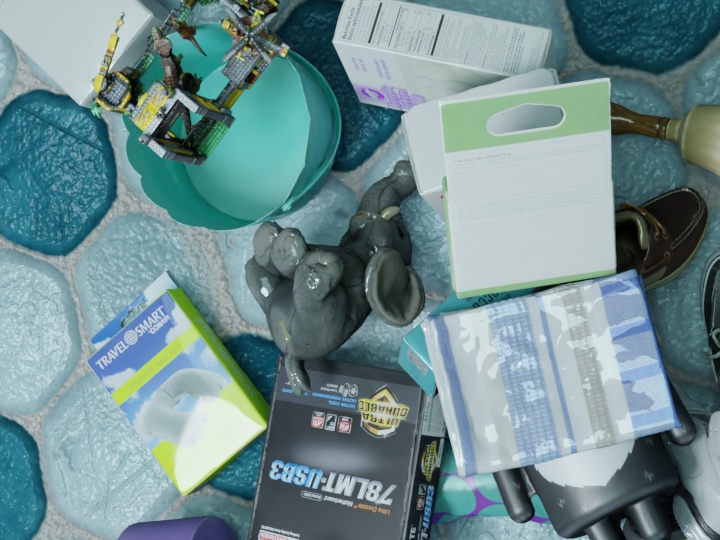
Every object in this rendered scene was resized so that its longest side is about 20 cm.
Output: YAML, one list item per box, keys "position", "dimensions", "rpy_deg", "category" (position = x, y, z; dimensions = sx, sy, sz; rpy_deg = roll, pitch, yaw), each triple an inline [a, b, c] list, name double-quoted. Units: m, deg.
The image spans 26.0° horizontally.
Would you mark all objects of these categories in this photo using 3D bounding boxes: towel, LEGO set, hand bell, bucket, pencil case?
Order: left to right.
- position: [-0.167, -0.193, 1.432]
  dimensions: [0.200, 0.116, 0.154]
  rpy_deg: [-44, 79, 11]
  category: "LEGO set"
- position: [-0.122, -0.138, 1.550]
  dimensions: [0.205, 0.135, 0.210]
  rpy_deg: [0, 91, 15]
  category: "bucket"
- position: [0.156, 0.208, 1.499]
  dimensions: [0.198, 0.085, 0.093]
  rpy_deg: [2, 106, 16]
  category: "pencil case"
- position: [0.161, 0.087, 1.336]
  dimensions: [0.198, 0.024, 0.148]
  rpy_deg: [-13, 75, 4]
  category: "towel"
- position: [0.282, -0.134, 1.482]
  dimensions: [0.198, 0.104, 0.105]
  rpy_deg: [13, 93, 28]
  category: "hand bell"

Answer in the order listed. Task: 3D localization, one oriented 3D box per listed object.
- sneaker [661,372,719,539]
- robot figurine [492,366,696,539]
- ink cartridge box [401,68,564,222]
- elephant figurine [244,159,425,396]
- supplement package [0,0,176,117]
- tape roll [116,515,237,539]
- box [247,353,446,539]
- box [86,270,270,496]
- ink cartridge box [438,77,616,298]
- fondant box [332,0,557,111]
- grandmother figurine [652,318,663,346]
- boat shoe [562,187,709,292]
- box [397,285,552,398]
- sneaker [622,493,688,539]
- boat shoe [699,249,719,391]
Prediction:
- position: [0.316, 0.146, 1.414]
  dimensions: [0.115, 0.074, 0.201]
  rpy_deg: [-61, 34, 39]
  category: "sneaker"
- position: [0.204, 0.159, 1.385]
  dimensions: [0.149, 0.125, 0.201]
  rpy_deg: [-15, 71, -28]
  category: "robot figurine"
- position: [0.137, -0.098, 1.442]
  dimensions: [0.145, 0.200, 0.087]
  rpy_deg: [-15, 74, 14]
  category: "ink cartridge box"
- position: [0.000, 0.000, 1.519]
  dimensions: [0.142, 0.199, 0.156]
  rpy_deg: [51, 137, 30]
  category: "elephant figurine"
- position: [-0.295, -0.270, 1.605]
  dimensions: [0.200, 0.120, 0.121]
  rpy_deg: [44, 98, 11]
  category: "supplement package"
- position: [-0.175, 0.345, 1.529]
  dimensions: [0.084, 0.200, 0.202]
  rpy_deg: [-8, 88, 15]
  category: "tape roll"
- position: [-0.012, 0.191, 1.514]
  dimensions: [0.199, 0.049, 0.201]
  rpy_deg: [7, 84, 41]
  category: "box"
- position: [-0.190, 0.115, 1.613]
  dimensions: [0.122, 0.048, 0.201]
  rpy_deg: [-40, 81, 11]
  category: "box"
- position: [0.140, -0.075, 1.315]
  dimensions: [0.144, 0.048, 0.201]
  rpy_deg: [-8, 125, 1]
  category: "ink cartridge box"
- position: [0.086, -0.193, 1.486]
  dimensions: [0.198, 0.144, 0.059]
  rpy_deg: [14, 76, 15]
  category: "fondant box"
- position: [0.181, 0.078, 1.477]
  dimensions: [0.198, 0.122, 0.061]
  rpy_deg: [-24, 40, 7]
  category: "grandmother figurine"
- position: [0.254, -0.024, 1.435]
  dimensions: [0.199, 0.072, 0.072]
  rpy_deg: [-35, 57, -25]
  category: "boat shoe"
- position: [0.123, 0.025, 1.426]
  dimensions: [0.200, 0.082, 0.049]
  rpy_deg: [-41, 78, -14]
  category: "box"
- position: [0.342, 0.247, 1.472]
  dimensions: [0.198, 0.072, 0.083]
  rpy_deg: [-13, 121, 10]
  category: "sneaker"
- position: [0.356, 0.079, 1.455]
  dimensions: [0.073, 0.068, 0.202]
  rpy_deg: [-4, 89, 15]
  category: "boat shoe"
